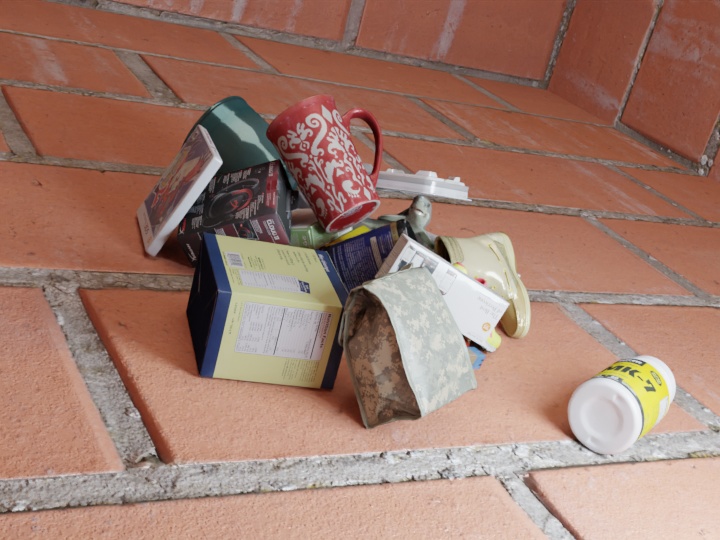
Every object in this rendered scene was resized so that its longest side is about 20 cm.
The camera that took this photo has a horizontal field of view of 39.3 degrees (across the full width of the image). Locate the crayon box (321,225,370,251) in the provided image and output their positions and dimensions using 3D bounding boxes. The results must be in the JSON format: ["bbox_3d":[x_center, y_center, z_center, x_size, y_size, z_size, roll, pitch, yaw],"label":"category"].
[{"bbox_3d":[0.041,0.011,1.774,0.199,0.059,0.172,34,24,12],"label":"crayon box"}]

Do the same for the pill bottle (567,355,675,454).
[{"bbox_3d":[0.408,0.200,1.551,0.114,0.115,0.199,28,24,27],"label":"pill bottle"}]

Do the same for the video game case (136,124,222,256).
[{"bbox_3d":[-0.316,-0.142,1.734,0.023,0.201,0.182,33,11,-28],"label":"video game case"}]

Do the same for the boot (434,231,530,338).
[{"bbox_3d":[0.214,0.028,1.785,0.154,0.073,0.202,-3,72,-31],"label":"boot"}]

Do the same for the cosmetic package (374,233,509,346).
[{"bbox_3d":[0.127,0.031,1.562,0.199,0.083,0.051,31,9,-18],"label":"cosmetic package"}]

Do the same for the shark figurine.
[{"bbox_3d":[0.070,-0.105,1.829,0.213,0.090,0.128,0,-36,43],"label":"shark figurine"}]

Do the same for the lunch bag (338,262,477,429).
[{"bbox_3d":[0.058,0.099,1.410,0.117,0.202,0.163,-17,0,36],"label":"lunch bag"}]

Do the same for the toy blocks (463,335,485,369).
[{"bbox_3d":[0.118,0.114,1.595,0.200,0.101,0.136,38,20,34],"label":"toy blocks"}]

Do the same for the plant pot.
[{"bbox_3d":[-0.224,-0.208,1.984,0.187,0.201,0.200,37,27,15],"label":"plant pot"}]

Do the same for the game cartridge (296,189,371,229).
[{"bbox_3d":[-0.046,-0.104,1.980,0.132,0.042,0.200,7,24,-40],"label":"game cartridge"}]

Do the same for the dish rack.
[{"bbox_3d":[0.087,-0.158,1.796,0.198,0.044,0.171,11,4,32],"label":"dish rack"}]

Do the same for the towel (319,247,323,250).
[{"bbox_3d":[-0.025,-0.041,1.933,0.145,0.030,0.200,4,26,-33],"label":"towel"}]

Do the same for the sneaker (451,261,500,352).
[{"bbox_3d":[0.189,0.061,1.672,0.078,0.090,0.200,34,-9,49],"label":"sneaker"}]

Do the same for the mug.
[{"bbox_3d":[-0.040,-0.186,1.696,0.201,0.176,0.133,62,9,13],"label":"mug"}]

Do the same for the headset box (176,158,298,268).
[{"bbox_3d":[-0.200,-0.100,1.704,0.198,0.075,0.150,-14,42,10],"label":"headset box"}]

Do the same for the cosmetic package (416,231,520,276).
[{"bbox_3d":[0.187,-0.020,1.922,0.198,0.052,0.151,21,10,-16],"label":"cosmetic package"}]

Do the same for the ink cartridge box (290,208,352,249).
[{"bbox_3d":[-0.134,-0.076,1.789,0.198,0.049,0.145,0,16,28],"label":"ink cartridge box"}]

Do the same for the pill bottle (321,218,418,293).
[{"bbox_3d":[0.000,0.000,1.634,0.198,0.113,0.112,-19,20,10],"label":"pill bottle"}]

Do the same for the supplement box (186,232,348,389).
[{"bbox_3d":[-0.136,0.057,1.467,0.198,0.136,0.200,8,23,-19],"label":"supplement box"}]
